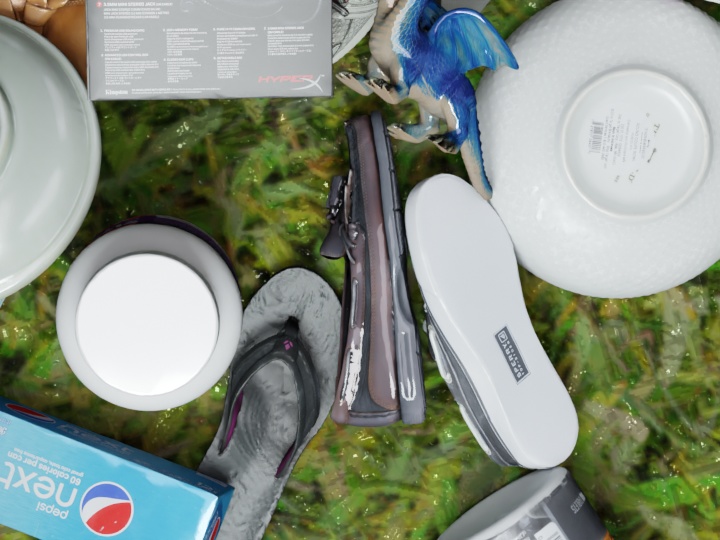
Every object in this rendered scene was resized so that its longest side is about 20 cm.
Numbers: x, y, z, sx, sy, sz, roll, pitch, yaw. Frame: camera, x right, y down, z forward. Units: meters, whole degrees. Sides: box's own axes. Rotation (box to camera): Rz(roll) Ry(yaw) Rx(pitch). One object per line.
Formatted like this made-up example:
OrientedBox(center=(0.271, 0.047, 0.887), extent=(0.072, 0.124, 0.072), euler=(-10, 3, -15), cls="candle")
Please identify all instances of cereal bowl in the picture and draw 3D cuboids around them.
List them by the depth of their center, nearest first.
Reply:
OrientedBox(center=(0.167, -0.079, 1.634), extent=(0.200, 0.083, 0.200), euler=(0, 95, -4), cls="cereal bowl")

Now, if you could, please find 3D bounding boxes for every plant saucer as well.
OrientedBox(center=(-0.256, -0.073, 1.541), extent=(0.200, 0.050, 0.200), euler=(-2, 69, 5), cls="plant saucer")

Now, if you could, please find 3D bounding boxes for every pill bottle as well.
OrientedBox(center=(-0.127, 0.025, 1.565), extent=(0.111, 0.200, 0.112), euler=(0, 93, -4), cls="pill bottle")
OrientedBox(center=(0.139, 0.233, 1.641), extent=(0.106, 0.106, 0.200), euler=(-33, 95, -1), cls="pill bottle")

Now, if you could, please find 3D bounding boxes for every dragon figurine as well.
OrientedBox(center=(0.052, -0.126, 1.556), extent=(0.200, 0.059, 0.099), euler=(43, 76, -32), cls="dragon figurine")

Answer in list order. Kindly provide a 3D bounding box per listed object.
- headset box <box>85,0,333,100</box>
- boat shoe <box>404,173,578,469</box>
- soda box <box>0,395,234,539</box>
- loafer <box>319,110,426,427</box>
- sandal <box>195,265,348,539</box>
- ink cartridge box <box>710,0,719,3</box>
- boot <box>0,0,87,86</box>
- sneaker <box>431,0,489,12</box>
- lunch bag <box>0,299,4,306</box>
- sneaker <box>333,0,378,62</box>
OrientedBox(center=(-0.091, -0.206, 1.543), extent=(0.149, 0.077, 0.200), euler=(-2, 105, -4), cls="headset box")
OrientedBox(center=(0.070, 0.035, 1.643), extent=(0.072, 0.068, 0.200), euler=(-35, 105, -33), cls="boat shoe")
OrientedBox(center=(-0.186, 0.133, 1.621), extent=(0.200, 0.064, 0.068), euler=(21, 93, 7), cls="soda box")
OrientedBox(center=(0.000, 0.000, 1.628), extent=(0.063, 0.072, 0.200), euler=(-8, 83, 3), cls="loafer")
OrientedBox(center=(-0.059, 0.096, 1.650), extent=(0.075, 0.048, 0.201), euler=(19, 92, -4), cls="sandal")
OrientedBox(center=(0.195, -0.234, 1.608), extent=(0.200, 0.067, 0.117), euler=(17, 93, 28), cls="ink cartridge box")
OrientedBox(center=(-0.185, -0.208, 1.618), extent=(0.155, 0.077, 0.200), euler=(-4, 101, 1), cls="boot")
OrientedBox(center=(0.101, -0.216, 1.579), extent=(0.079, 0.074, 0.200), euler=(43, 107, 24), cls="sneaker")
OrientedBox(center=(-0.316, 0.008, 1.585), extent=(0.200, 0.077, 0.161), euler=(22, 73, 13), cls="lunch bag")
OrientedBox(center=(0.002, -0.211, 1.616), extent=(0.078, 0.082, 0.200), euler=(34, 92, -5), cls="sneaker")
